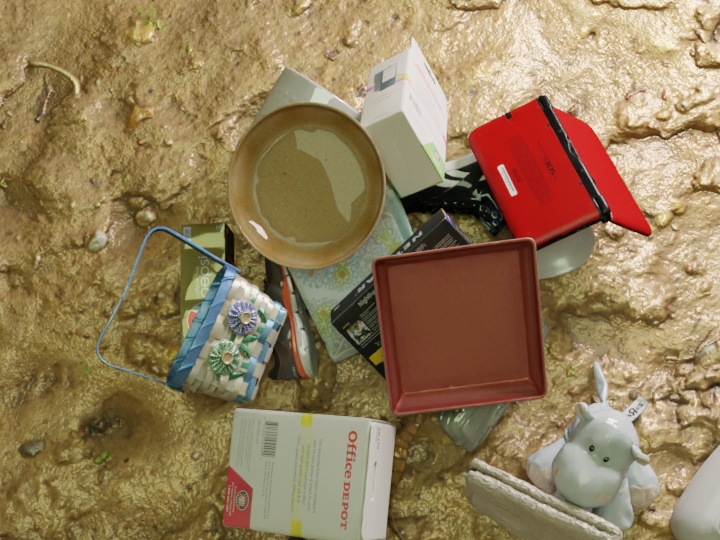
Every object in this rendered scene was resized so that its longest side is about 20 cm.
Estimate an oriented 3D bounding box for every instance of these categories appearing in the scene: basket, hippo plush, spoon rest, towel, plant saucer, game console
[{"bbox_3d":[-0.199,0.062,1.078,0.197,0.139,0.179,23,79,-9],"label":"basket"},{"bbox_3d":[0.304,0.232,1.070,0.159,0.161,0.201,37,84,10],"label":"hippo plush"},{"bbox_3d":[0.213,-0.018,1.167,0.196,0.100,0.061,-13,45,8],"label":"spoon rest"},{"bbox_3d":[0.000,0.000,1.161,0.169,0.048,0.202,-24,107,2],"label":"towel"},{"bbox_3d":[-0.065,-0.104,1.090,0.196,0.035,0.204,1,95,6],"label":"plant saucer"},{"bbox_3d":[0.121,0.067,1.080,0.196,0.037,0.204,-7,102,3],"label":"plant saucer"},{"bbox_3d":[0.257,-0.112,1.146,0.170,0.119,0.202,-25,57,7],"label":"game console"},{"bbox_3d":[0.216,0.299,1.065,0.197,0.133,0.035,22,64,22],"label":"towel"}]

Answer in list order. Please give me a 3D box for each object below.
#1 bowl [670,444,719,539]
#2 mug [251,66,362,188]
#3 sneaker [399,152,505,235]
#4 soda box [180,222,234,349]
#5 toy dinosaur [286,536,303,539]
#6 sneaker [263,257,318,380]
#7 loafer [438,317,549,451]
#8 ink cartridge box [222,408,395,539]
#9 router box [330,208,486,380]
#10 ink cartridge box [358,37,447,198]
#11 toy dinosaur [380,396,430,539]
[{"bbox_3d":[0.509,0.310,1.087,0.199,0.075,0.201,40,86,11],"label":"bowl"},{"bbox_3d":[-0.063,-0.141,1.183,0.198,0.148,0.177,32,95,-7],"label":"mug"},{"bbox_3d":[0.137,-0.089,1.188,0.197,0.073,0.113,-23,77,-2],"label":"sneaker"},{"bbox_3d":[-0.205,0.042,1.191,0.063,0.068,0.204,-2,79,3],"label":"soda box"},{"bbox_3d":[-0.031,0.380,1.108,0.197,0.102,0.078,22,81,1],"label":"toy dinosaur"},{"bbox_3d":[-0.116,0.051,1.183,0.080,0.077,0.204,-15,77,9],"label":"sneaker"},{"bbox_3d":[0.181,0.145,1.152,0.200,0.070,0.070,-48,115,-9],"label":"loafer"},{"bbox_3d":[-0.063,0.254,1.101,0.197,0.083,0.148,0,78,27],"label":"ink cartridge box"},{"bbox_3d":[0.083,0.049,1.125,0.200,0.052,0.157,-42,104,10],"label":"router box"},{"bbox_3d":[0.061,-0.206,1.167,0.066,0.118,0.202,-20,35,24],"label":"ink cartridge box"},{"bbox_3d":[0.035,0.255,1.129,0.105,0.060,0.204,22,107,36],"label":"toy dinosaur"}]
